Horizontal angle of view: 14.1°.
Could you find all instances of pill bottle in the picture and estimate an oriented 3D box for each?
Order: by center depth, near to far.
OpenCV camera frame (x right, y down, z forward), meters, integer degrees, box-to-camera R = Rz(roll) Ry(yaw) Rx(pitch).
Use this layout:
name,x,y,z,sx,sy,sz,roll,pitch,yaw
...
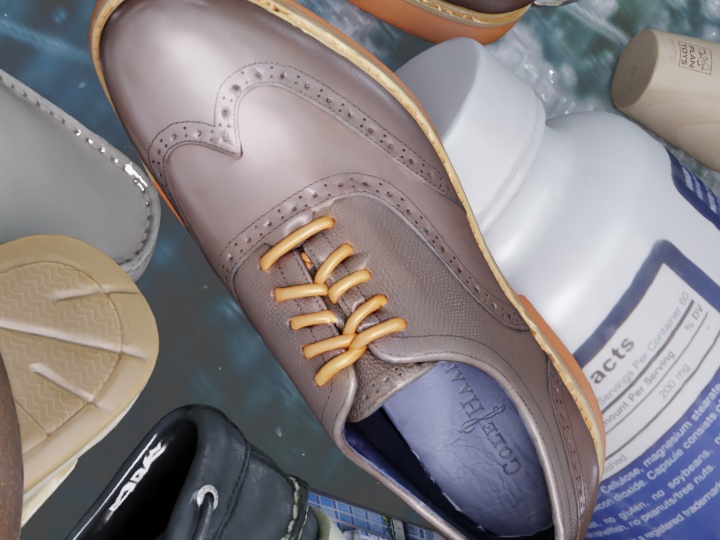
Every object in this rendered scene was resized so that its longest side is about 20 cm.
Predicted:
name,x,y,z,sx,sy,sz,roll,pitch,yaw
pill bottle,0.078,0.022,0.903,0.200,0.111,0.111,40,48,-21

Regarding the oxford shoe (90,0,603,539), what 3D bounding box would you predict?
name,x,y,z,sx,sy,sz,roll,pitch,yaw
oxford shoe,0.000,0.000,0.788,0.200,0.071,0.073,48,15,-12

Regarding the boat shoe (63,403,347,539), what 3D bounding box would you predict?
name,x,y,z,sx,sy,sz,roll,pitch,yaw
boat shoe,-0.086,0.108,0.710,0.199,0.074,0.066,-41,117,-22

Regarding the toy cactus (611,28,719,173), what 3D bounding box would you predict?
name,x,y,z,sx,sy,sz,roll,pitch,yaw
toy cactus,0.171,-0.045,1.047,0.165,0.102,0.200,19,66,-24

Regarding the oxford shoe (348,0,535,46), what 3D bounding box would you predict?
name,x,y,z,sx,sy,sz,roll,pitch,yaw
oxford shoe,-0.018,-0.135,0.912,0.200,0.073,0.071,16,61,-25

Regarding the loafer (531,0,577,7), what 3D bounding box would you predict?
name,x,y,z,sx,sy,sz,roll,pitch,yaw
loafer,0.050,-0.182,0.964,0.063,0.072,0.201,-71,155,-75

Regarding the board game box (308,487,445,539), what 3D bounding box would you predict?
name,x,y,z,sx,sy,sz,roll,pitch,yaw
board game box,-0.004,0.151,0.802,0.200,0.062,0.200,22,57,-35

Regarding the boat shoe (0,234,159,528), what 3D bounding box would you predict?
name,x,y,z,sx,sy,sz,roll,pitch,yaw
boat shoe,-0.136,0.068,0.714,0.200,0.069,0.074,-32,76,-24

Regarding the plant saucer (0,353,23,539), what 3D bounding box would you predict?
name,x,y,z,sx,sy,sz,roll,pitch,yaw
plant saucer,-0.175,0.040,0.661,0.200,0.032,0.201,5,65,-11

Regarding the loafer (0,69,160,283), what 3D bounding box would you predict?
name,x,y,z,sx,sy,sz,roll,pitch,yaw
loafer,-0.132,-0.040,0.772,0.200,0.070,0.070,19,58,-35
